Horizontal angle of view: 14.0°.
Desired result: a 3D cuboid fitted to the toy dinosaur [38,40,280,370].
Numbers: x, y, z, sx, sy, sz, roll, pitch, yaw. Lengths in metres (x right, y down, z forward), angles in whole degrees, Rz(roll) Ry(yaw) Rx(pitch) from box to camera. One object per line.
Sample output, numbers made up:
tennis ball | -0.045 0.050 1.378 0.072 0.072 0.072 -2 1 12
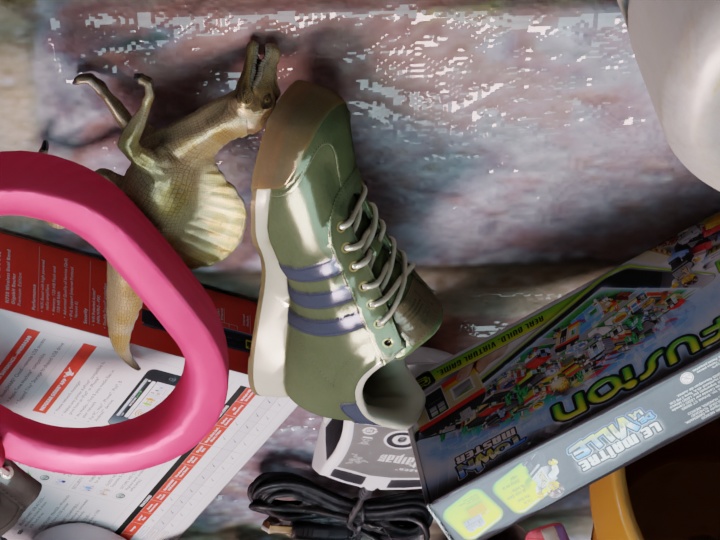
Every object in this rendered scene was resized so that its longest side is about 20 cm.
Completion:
toy dinosaur | -0.105 -0.026 1.346 0.101 0.058 0.200 25 123 -8

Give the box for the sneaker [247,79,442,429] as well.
sneaker | 0.000 0.000 1.371 0.090 0.067 0.200 22 139 16

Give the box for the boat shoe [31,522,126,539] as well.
boat shoe | -0.132 0.224 1.589 0.072 0.068 0.200 -11 128 5

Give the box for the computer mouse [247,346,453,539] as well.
computer mouse | 0.014 0.087 1.548 0.109 0.044 0.200 10 146 -15

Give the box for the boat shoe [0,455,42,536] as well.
boat shoe | -0.230 0.048 1.416 0.057 0.067 0.200 -36 98 -8

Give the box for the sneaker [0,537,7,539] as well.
sneaker | -0.245 0.183 1.495 0.129 0.080 0.199 -25 141 21

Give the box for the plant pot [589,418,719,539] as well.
plant pot | 0.202 0.130 1.510 0.200 0.201 0.183 4 158 -10

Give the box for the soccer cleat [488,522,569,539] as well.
soccer cleat | 0.072 0.172 1.622 0.068 0.073 0.200 -13 -177 -23

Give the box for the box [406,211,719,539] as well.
box | 0.118 0.049 1.403 0.200 0.110 0.035 -29 119 8

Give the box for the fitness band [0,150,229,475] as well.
fitness band | -0.146 0.026 1.345 0.143 0.037 0.200 -26 130 14

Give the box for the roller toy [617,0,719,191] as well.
roller toy | 0.196 -0.128 1.185 0.200 0.140 0.182 -34 142 24

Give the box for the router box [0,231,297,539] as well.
router box | -0.149 0.073 1.508 0.179 0.049 0.200 17 139 -24
